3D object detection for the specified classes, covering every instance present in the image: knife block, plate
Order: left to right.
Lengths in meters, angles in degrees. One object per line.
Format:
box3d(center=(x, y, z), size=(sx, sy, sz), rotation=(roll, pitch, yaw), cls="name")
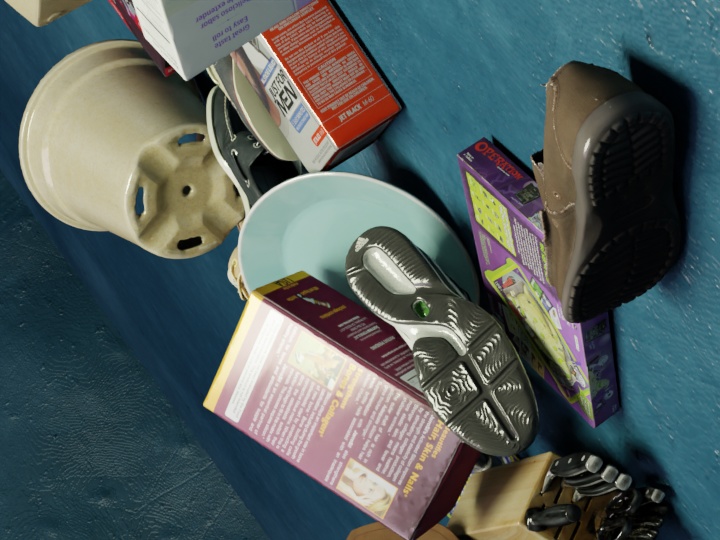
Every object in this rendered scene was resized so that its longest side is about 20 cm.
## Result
box3d(center=(0.000, 0.000, 1.332), size=(0.200, 0.026, 0.200), rotation=(12, 130, 14), cls="plate")
box3d(center=(0.135, 0.175, 1.260), size=(0.200, 0.064, 0.176), rotation=(15, 155, 32), cls="knife block")

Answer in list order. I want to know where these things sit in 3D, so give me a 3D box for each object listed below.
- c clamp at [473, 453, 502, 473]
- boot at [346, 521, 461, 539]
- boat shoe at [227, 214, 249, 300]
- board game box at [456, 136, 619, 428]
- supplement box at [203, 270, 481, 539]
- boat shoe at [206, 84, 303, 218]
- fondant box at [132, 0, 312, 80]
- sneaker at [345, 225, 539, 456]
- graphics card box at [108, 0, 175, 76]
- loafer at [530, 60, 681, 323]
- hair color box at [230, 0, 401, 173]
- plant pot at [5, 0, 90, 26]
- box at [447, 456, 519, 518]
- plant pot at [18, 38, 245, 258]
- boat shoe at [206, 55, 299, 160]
box3d(center=(0.056, 0.139, 1.404), size=(0.171, 0.027, 0.200), rotation=(12, 167, 47), cls="c clamp")
box3d(center=(0.098, 0.266, 1.334), size=(0.200, 0.070, 0.146), rotation=(14, 158, 35), cls="boot")
box3d(center=(-0.090, -0.001, 1.580), size=(0.200, 0.069, 0.074), rotation=(-98, -8, -55), cls="boat shoe")
box3d(center=(0.123, 0.012, 1.145), size=(0.120, 0.032, 0.200), rotation=(51, 166, 36), cls="board game box")
box3d(center=(-0.005, 0.101, 1.289), size=(0.200, 0.086, 0.110), rotation=(32, 113, 17), cls="supplement box")
box3d(center=(-0.080, -0.090, 1.503), size=(0.066, 0.074, 0.199), rotation=(-34, 63, 41), cls="boat shoe")
box3d(center=(-0.086, -0.234, 1.059), size=(0.058, 0.144, 0.200), rotation=(47, 163, 29), cls="fondant box")
box3d(center=(0.079, 0.053, 1.235), size=(0.201, 0.076, 0.115), rotation=(54, -166, 24), cls="sneaker")
box3d(center=(-0.195, -0.272, 1.525), size=(0.126, 0.051, 0.200), rotation=(54, 165, 11), cls="graphics card box")
box3d(center=(0.133, -0.045, 0.931), size=(0.200, 0.073, 0.071), rotation=(87, 157, -54), cls="loafer")
box3d(center=(-0.058, -0.176, 1.262), size=(0.200, 0.064, 0.111), rotation=(57, 167, 2), cls="hair color box")
box3d(center=(-0.225, -0.302, 1.249), size=(0.177, 0.200, 0.200), rotation=(58, 166, 0), cls="plant pot")
box3d(center=(0.069, 0.155, 1.543), size=(0.200, 0.070, 0.064), rotation=(43, 159, 41), cls="box")
box3d(center=(-0.201, -0.102, 1.617), size=(0.183, 0.200, 0.201), rotation=(35, 154, 51), cls="plant pot")
box3d(center=(-0.096, -0.176, 1.354), size=(0.200, 0.071, 0.063), rotation=(63, 150, -1), cls="boat shoe")
